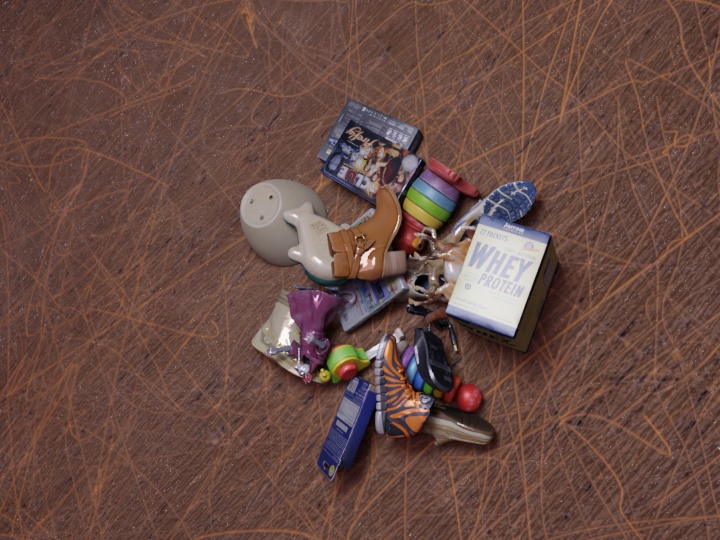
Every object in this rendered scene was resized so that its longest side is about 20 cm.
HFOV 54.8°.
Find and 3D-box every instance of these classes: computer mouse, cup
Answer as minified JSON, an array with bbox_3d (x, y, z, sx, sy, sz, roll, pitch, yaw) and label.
[{"bbox_3d":[0.147,0.160,1.366,0.046,0.140,0.202,-36,52,29],"label":"computer mouse"},{"bbox_3d":[-0.192,-0.124,1.566,0.197,0.143,0.203,-5,75,19],"label":"cup"}]

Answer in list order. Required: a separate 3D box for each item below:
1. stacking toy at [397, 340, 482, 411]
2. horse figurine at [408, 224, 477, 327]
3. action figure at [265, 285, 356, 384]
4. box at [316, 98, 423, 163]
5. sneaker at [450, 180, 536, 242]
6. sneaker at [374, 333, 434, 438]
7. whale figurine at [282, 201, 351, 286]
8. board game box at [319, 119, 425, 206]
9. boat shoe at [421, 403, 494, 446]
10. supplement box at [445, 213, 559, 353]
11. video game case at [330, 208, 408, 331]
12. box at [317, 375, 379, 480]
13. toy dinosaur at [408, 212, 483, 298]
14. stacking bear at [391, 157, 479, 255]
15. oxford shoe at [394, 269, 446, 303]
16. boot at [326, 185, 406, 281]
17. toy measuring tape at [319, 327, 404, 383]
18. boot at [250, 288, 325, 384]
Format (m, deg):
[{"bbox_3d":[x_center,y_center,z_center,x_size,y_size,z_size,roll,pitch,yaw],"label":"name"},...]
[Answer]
[{"bbox_3d":[0.151,0.218,1.388,0.198,0.085,0.086,24,85,18],"label":"stacking toy"},{"bbox_3d":[0.163,0.007,1.341,0.131,0.050,0.203,4,93,-8],"label":"horse figurine"},{"bbox_3d":[-0.102,0.134,1.447,0.133,0.148,0.203,0,86,41],"label":"action figure"},{"bbox_3d":[0.021,-0.281,1.578,0.198,0.051,0.159,28,87,24],"label":"box"},{"bbox_3d":[0.266,-0.125,1.419,0.199,0.085,0.077,-34,105,20],"label":"sneaker"},{"bbox_3d":[0.088,0.221,1.331,0.110,0.077,0.203,1,100,19],"label":"sneaker"},{"bbox_3d":[-0.088,-0.052,1.474,0.158,0.104,0.200,-28,64,-27],"label":"whale figurine"},{"bbox_3d":[0.025,-0.225,1.517,0.199,0.035,0.136,32,91,23],"label":"board game box"},{"bbox_3d":[0.165,0.310,1.368,0.198,0.071,0.077,16,102,27],"label":"boat shoe"},{"bbox_3d":[0.275,0.029,1.318,0.133,0.200,0.202,19,83,24],"label":"supplement box"},{"bbox_3d":[0.000,0.000,1.489,0.181,0.022,0.202,-37,60,30],"label":"video game case"},{"bbox_3d":[-0.026,0.318,1.407,0.032,0.121,0.202,25,84,-17],"label":"box"},{"bbox_3d":[0.164,-0.043,1.398,0.100,0.058,0.202,29,90,9],"label":"toy dinosaur"},{"bbox_3d":[0.137,-0.123,1.465,0.201,0.121,0.114,-56,44,9],"label":"stacking bear"},{"bbox_3d":[0.103,0.025,1.453,0.197,0.074,0.072,1,77,21],"label":"oxford shoe"},{"bbox_3d":[0.006,-0.077,1.398,0.152,0.074,0.203,-3,69,-12],"label":"boot"},{"bbox_3d":[-0.003,0.170,1.442,0.199,0.074,0.074,-32,67,1],"label":"toy measuring tape"},{"bbox_3d":[-0.128,0.142,1.514,0.199,0.073,0.157,28,86,27],"label":"boot"}]
